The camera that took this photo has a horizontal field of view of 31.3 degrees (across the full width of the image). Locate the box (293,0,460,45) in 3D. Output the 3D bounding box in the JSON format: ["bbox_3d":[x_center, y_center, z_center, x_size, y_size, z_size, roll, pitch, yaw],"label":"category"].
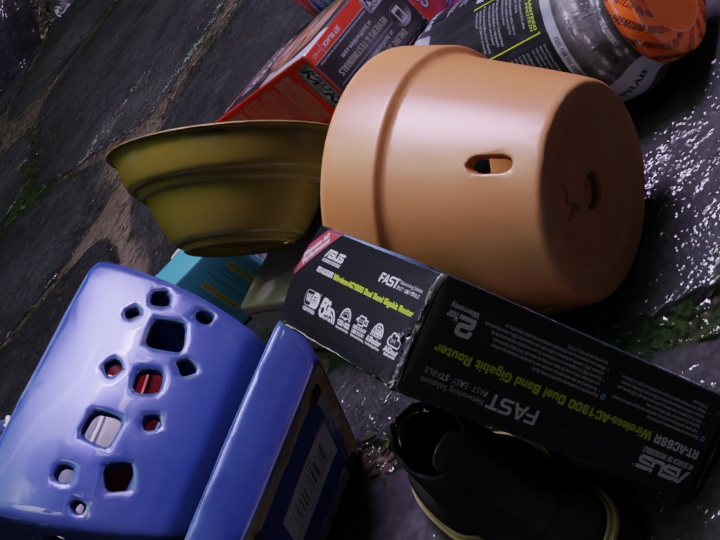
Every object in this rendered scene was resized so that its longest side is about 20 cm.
[{"bbox_3d":[0.014,-0.248,1.055,0.103,0.200,0.095,-7,54,55],"label":"box"}]

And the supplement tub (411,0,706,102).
[{"bbox_3d":[0.141,-0.166,0.936,0.200,0.122,0.123,-21,41,47],"label":"supplement tub"}]

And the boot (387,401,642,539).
[{"bbox_3d":[0.052,0.106,0.734,0.200,0.138,0.078,4,63,61],"label":"boot"}]

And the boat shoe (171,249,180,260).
[{"bbox_3d":[-0.131,-0.029,1.283,0.200,0.072,0.069,-43,27,39],"label":"boat shoe"}]

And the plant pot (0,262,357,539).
[{"bbox_3d":[-0.115,0.135,0.884,0.180,0.200,0.200,10,59,20],"label":"plant pot"}]

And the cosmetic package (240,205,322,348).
[{"bbox_3d":[0.000,0.000,1.021,0.200,0.073,0.104,-12,47,54],"label":"cosmetic package"}]

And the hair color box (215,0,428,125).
[{"bbox_3d":[-0.036,-0.159,1.040,0.102,0.061,0.200,-54,16,-23],"label":"hair color box"}]

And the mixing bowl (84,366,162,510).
[{"bbox_3d":[-0.205,0.159,1.119,0.200,0.108,0.200,-38,31,28],"label":"mixing bowl"}]

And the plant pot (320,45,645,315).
[{"bbox_3d":[0.091,-0.049,0.826,0.140,0.200,0.200,2,57,38],"label":"plant pot"}]

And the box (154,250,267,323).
[{"bbox_3d":[-0.168,0.043,1.230,0.200,0.082,0.049,-45,28,18],"label":"box"}]

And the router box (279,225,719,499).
[{"bbox_3d":[0.074,0.047,0.694,0.150,0.200,0.062,25,93,63],"label":"router box"}]

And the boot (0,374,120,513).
[{"bbox_3d":[-0.244,0.130,0.981,0.073,0.090,0.200,-38,22,26],"label":"boot"}]

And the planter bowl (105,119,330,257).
[{"bbox_3d":[-0.099,-0.057,1.027,0.200,0.200,0.084,-14,80,52],"label":"planter bowl"}]
